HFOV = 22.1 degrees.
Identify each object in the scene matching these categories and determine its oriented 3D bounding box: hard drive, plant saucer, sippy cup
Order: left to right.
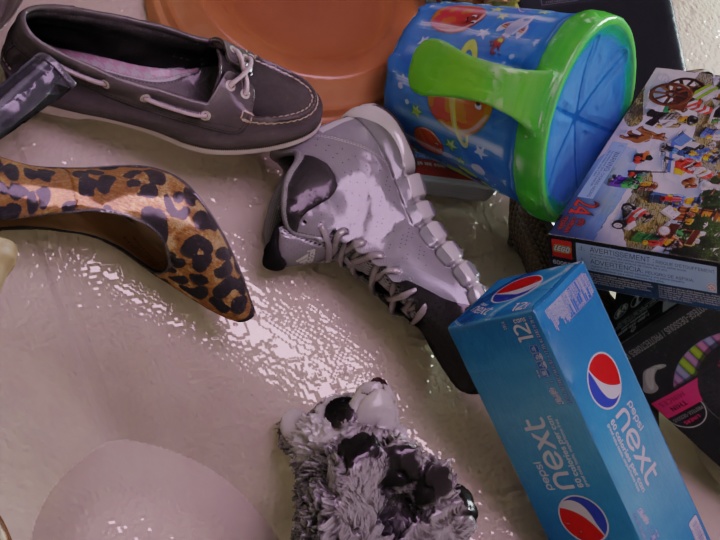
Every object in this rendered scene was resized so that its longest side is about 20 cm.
[{"bbox_3d":[-0.043,-0.180,1.223,0.199,0.037,0.201,10,57,-16],"label":"plant saucer"},{"bbox_3d":[0.090,-0.112,1.182,0.130,0.178,0.140,20,59,27],"label":"sippy cup"},{"bbox_3d":[0.156,-0.186,1.338,0.139,0.033,0.201,-7,57,4],"label":"hard drive"}]

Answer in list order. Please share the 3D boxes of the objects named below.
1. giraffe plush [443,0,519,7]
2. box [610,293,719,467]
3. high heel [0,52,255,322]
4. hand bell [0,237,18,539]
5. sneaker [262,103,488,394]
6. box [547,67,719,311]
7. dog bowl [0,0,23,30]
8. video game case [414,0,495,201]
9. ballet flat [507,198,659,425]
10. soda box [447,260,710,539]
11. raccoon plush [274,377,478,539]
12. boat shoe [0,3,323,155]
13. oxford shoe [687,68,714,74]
[{"bbox_3d":[0.094,-0.249,1.278,0.172,0.200,0.163,28,87,-29],"label":"giraffe plush"},{"bbox_3d":[0.271,0.059,1.204,0.200,0.122,0.106,41,37,-16],"label":"box"},{"bbox_3d":[-0.163,-0.011,1.038,0.200,0.071,0.143,45,58,-4],"label":"high heel"},{"bbox_3d":[-0.202,0.093,0.928,0.104,0.104,0.201,-6,75,-37],"label":"hand bell"},{"bbox_3d":[0.000,0.000,1.137,0.115,0.075,0.201,-18,72,-26],"label":"sneaker"},{"bbox_3d":[0.216,-0.054,1.147,0.136,0.038,0.200,10,40,25],"label":"box"},{"bbox_3d":[-0.294,-0.187,1.066,0.199,0.059,0.201,18,51,-24],"label":"dog bowl"},{"bbox_3d":[0.010,-0.142,1.268,0.143,0.017,0.201,6,56,-31],"label":"video game case"},{"bbox_3d":[0.142,0.031,1.223,0.067,0.046,0.201,-1,65,-52],"label":"ballet flat"},{"bbox_3d":[0.132,0.100,1.095,0.064,0.068,0.201,-39,109,-45],"label":"soda box"},{"bbox_3d":[-0.027,0.152,1.017,0.097,0.134,0.200,42,76,-22],"label":"raccoon plush"},{"bbox_3d":[-0.115,-0.116,1.107,0.199,0.057,0.067,8,52,-12],"label":"boat shoe"},{"bbox_3d":[0.206,-0.078,1.307,0.070,0.075,0.200,44,44,-25],"label":"oxford shoe"}]
